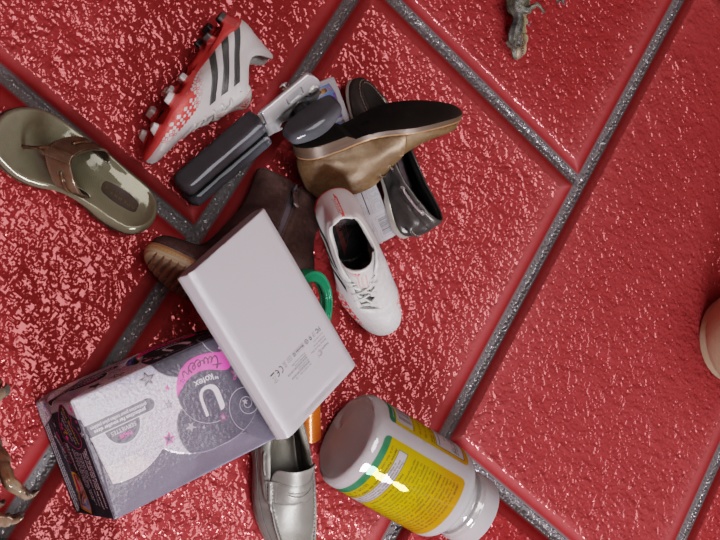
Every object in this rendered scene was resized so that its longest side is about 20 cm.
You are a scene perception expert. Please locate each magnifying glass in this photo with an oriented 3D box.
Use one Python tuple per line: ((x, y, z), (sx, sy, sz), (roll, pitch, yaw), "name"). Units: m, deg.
((-0.058, 0.096, 1.579), (0.079, 0.022, 0.202), (-27, 119, -52), "magnifying glass")

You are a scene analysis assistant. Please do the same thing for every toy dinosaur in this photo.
((0.214, -0.375, 1.822), (0.087, 0.047, 0.202), (-8, 86, -25), "toy dinosaur")
((-0.381, 0.189, 1.341), (0.136, 0.086, 0.200), (52, 20, -14), "toy dinosaur")

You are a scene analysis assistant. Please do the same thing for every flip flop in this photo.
((-0.291, -0.104, 1.472), (0.199, 0.057, 0.082), (35, 68, -24), "flip flop")

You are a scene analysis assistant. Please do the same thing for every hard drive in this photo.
((-0.094, 0.055, 1.475), (0.132, 0.026, 0.201), (-44, 111, -42), "hard drive")

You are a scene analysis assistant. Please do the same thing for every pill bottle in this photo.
((0.060, 0.234, 1.623), (0.199, 0.112, 0.113), (32, 69, -25), "pill bottle")

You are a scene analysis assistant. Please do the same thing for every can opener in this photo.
((-0.113, -0.142, 1.551), (0.199, 0.053, 0.067), (-37, 62, -8), "can opener")

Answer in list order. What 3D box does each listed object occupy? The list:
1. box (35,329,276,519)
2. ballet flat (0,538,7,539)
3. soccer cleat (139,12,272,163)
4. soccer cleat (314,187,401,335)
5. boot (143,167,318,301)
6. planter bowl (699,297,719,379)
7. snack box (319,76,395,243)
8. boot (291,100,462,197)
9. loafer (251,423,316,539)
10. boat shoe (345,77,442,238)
((-0.209, 0.152, 1.464), (0.199, 0.114, 0.133), (-24, 97, -32), "box")
((-0.315, 0.305, 1.416), (0.199, 0.069, 0.070), (9, 80, -31), "ballet flat")
((-0.166, -0.188, 1.546), (0.085, 0.068, 0.201), (37, 63, -19), "soccer cleat")
((0.000, 0.000, 1.602), (0.068, 0.085, 0.201), (-21, 119, -2), "soccer cleat")
((-0.136, -0.040, 1.571), (0.199, 0.072, 0.168), (26, 60, -26), "boot")
((0.548, 0.091, 1.926), (0.199, 0.134, 0.202), (3, 83, -31), "planter bowl")
((-0.026, -0.120, 1.657), (0.072, 0.024, 0.201), (-27, 99, -31), "snack box")
((0.023, -0.140, 1.617), (0.198, 0.074, 0.076), (-17, 119, -8), "boot")
((-0.082, 0.228, 1.560), (0.069, 0.070, 0.202), (-14, 93, -32), "loafer")
((0.044, -0.137, 1.671), (0.067, 0.057, 0.201), (-27, 99, -55), "boat shoe")
